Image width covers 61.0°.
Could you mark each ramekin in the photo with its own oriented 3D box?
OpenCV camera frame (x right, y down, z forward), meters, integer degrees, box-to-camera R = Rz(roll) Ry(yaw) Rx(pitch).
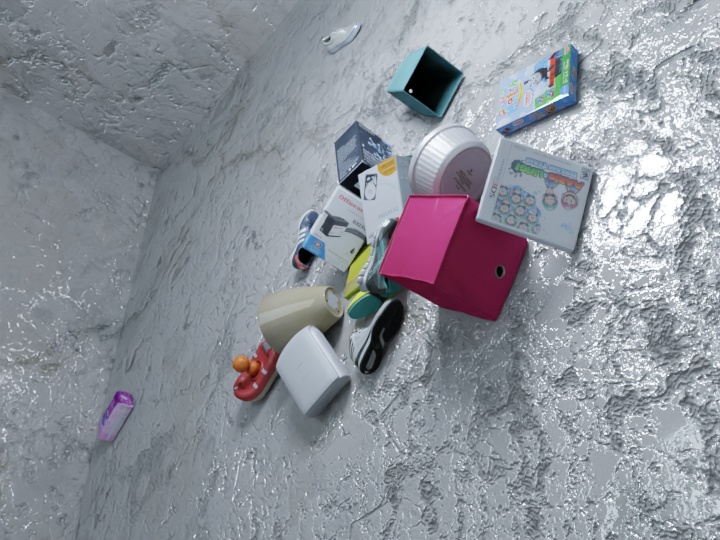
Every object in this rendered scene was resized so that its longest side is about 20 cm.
[{"bbox_3d":[0.220,-0.234,1.432,0.203,0.202,0.094,-56,45,10],"label":"ramekin"}]

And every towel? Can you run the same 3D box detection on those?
[{"bbox_3d":[0.000,0.000,1.671,0.086,0.018,0.200,-37,22,26],"label":"towel"}]

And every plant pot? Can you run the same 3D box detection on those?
[{"bbox_3d":[0.167,-0.542,1.771,0.142,0.141,0.200,-61,25,2],"label":"plant pot"},{"bbox_3d":[-0.154,0.121,1.724,0.199,0.187,0.188,-24,48,27],"label":"plant pot"}]

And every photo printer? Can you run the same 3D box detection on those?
[{"bbox_3d":[-0.133,0.260,1.617,0.167,0.069,0.200,-50,56,19],"label":"photo printer"}]

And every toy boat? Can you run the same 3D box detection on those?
[{"bbox_3d":[-0.332,0.299,1.862,0.201,0.130,0.130,-59,33,6],"label":"toy boat"}]

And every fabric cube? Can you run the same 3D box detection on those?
[{"bbox_3d":[0.196,-0.032,1.306,0.200,0.199,0.197,13,76,56],"label":"fabric cube"}]

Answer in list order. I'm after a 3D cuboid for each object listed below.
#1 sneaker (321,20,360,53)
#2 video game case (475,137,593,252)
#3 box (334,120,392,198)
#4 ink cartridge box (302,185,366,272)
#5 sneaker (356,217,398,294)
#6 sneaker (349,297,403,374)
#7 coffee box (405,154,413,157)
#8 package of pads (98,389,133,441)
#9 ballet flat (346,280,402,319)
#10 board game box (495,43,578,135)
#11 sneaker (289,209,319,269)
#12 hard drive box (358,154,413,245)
[{"bbox_3d":[-0.082,-0.946,2.460,0.199,0.071,0.074,-23,49,45],"label":"sneaker"},{"bbox_3d":[0.345,-0.151,1.207,0.024,0.199,0.183,107,-178,-76],"label":"video game case"},{"bbox_3d":[0.015,-0.315,1.805,0.107,0.148,0.201,-40,40,30],"label":"box"},{"bbox_3d":[-0.054,-0.120,1.747,0.201,0.145,0.084,-58,8,7],"label":"ink cartridge box"},{"bbox_3d":[0.068,-0.030,1.516,0.091,0.077,0.201,18,88,30],"label":"sneaker"},{"bbox_3d":[0.025,0.146,1.528,0.115,0.075,0.202,32,96,55],"label":"sneaker"},{"bbox_3d":[0.156,-0.258,1.663,0.199,0.044,0.124,5,72,55],"label":"coffee box"},{"bbox_3d":[-1.093,0.646,2.719,0.201,0.075,0.120,-57,36,8],"label":"package of pads"},{"bbox_3d":[0.045,0.053,1.583,0.200,0.067,0.067,-37,33,23],"label":"ballet flat"},{"bbox_3d":[0.411,-0.420,1.434,0.199,0.036,0.152,-19,53,48],"label":"board game box"},{"bbox_3d":[-0.164,-0.097,1.970,0.084,0.075,0.202,9,85,57],"label":"sneaker"},{"bbox_3d":[0.082,-0.182,1.623,0.155,0.076,0.202,-21,73,47],"label":"hard drive box"}]
